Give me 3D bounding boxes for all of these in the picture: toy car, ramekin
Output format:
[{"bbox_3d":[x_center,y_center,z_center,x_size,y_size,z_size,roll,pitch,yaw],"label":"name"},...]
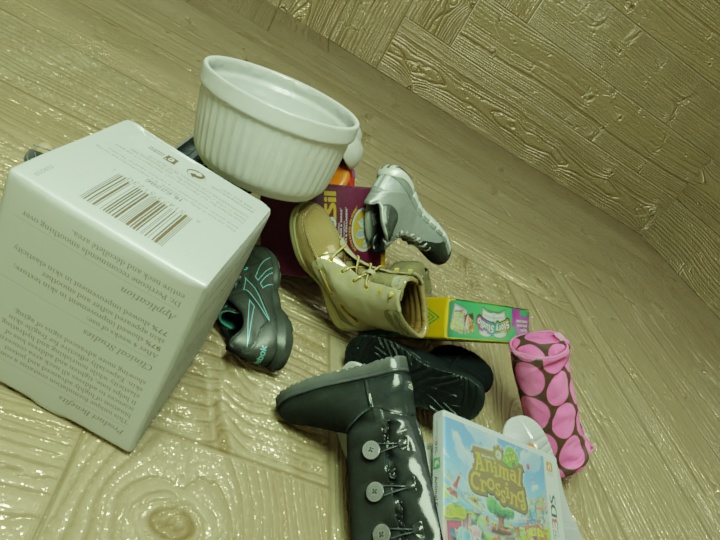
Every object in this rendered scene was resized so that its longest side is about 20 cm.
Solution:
[{"bbox_3d":[-0.066,-0.202,1.105,0.202,0.172,0.152,-93,157,-58],"label":"toy car"},{"bbox_3d":[-0.108,-0.169,0.691,0.196,0.107,0.201,20,24,-10],"label":"ramekin"}]

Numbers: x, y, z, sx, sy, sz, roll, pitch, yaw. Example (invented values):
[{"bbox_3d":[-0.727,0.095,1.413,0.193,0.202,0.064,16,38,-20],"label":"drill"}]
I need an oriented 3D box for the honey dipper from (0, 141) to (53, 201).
[{"bbox_3d":[-0.395,-0.107,0.674,0.037,0.038,0.202,18,30,-29],"label":"honey dipper"}]

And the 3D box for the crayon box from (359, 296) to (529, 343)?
[{"bbox_3d":[0.126,0.075,0.843,0.197,0.170,0.060,9,80,-42],"label":"crayon box"}]

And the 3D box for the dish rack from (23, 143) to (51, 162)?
[{"bbox_3d":[-0.306,-0.095,0.706,0.198,0.055,0.154,16,32,-55],"label":"dish rack"}]

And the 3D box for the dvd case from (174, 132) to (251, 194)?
[{"bbox_3d":[-0.203,-0.157,0.825,0.151,0.199,0.025,50,-5,30],"label":"dvd case"}]

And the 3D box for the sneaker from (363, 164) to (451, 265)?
[{"bbox_3d":[0.063,-0.054,0.887,0.201,0.074,0.116,51,58,-29],"label":"sneaker"}]

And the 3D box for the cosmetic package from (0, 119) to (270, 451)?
[{"bbox_3d":[-0.212,0.009,0.513,0.165,0.202,0.167,31,27,-7],"label":"cosmetic package"}]

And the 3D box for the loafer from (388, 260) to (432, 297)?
[{"bbox_3d":[0.067,0.017,0.921,0.074,0.069,0.199,-3,-8,20],"label":"loafer"}]

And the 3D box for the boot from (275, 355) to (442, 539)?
[{"bbox_3d":[-0.006,0.205,0.565,0.066,0.162,0.204,37,37,-57],"label":"boot"}]

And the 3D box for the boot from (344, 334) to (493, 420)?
[{"bbox_3d":[0.088,0.140,0.796,0.196,0.078,0.168,17,4,15],"label":"boot"}]

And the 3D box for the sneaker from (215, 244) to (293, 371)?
[{"bbox_3d":[-0.139,0.032,0.702,0.078,0.076,0.202,13,34,-32],"label":"sneaker"}]

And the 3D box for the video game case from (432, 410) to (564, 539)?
[{"bbox_3d":[0.156,0.272,0.620,0.197,0.022,0.185,27,50,-27],"label":"video game case"}]

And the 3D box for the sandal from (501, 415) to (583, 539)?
[{"bbox_3d":[0.219,0.295,0.720,0.077,0.059,0.211,-2,63,-27],"label":"sandal"}]

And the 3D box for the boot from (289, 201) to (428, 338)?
[{"bbox_3d":[0.000,0.000,0.727,0.073,0.153,0.203,-41,120,-35],"label":"boot"}]

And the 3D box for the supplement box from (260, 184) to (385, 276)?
[{"bbox_3d":[-0.052,-0.065,0.866,0.101,0.135,0.198,6,8,37],"label":"supplement box"}]

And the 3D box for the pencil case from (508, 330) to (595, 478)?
[{"bbox_3d":[0.274,0.186,0.808,0.091,0.091,0.204,-88,162,-72],"label":"pencil case"}]

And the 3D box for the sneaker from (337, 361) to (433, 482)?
[{"bbox_3d":[0.044,0.201,0.652,0.114,0.074,0.203,12,44,-41],"label":"sneaker"}]
